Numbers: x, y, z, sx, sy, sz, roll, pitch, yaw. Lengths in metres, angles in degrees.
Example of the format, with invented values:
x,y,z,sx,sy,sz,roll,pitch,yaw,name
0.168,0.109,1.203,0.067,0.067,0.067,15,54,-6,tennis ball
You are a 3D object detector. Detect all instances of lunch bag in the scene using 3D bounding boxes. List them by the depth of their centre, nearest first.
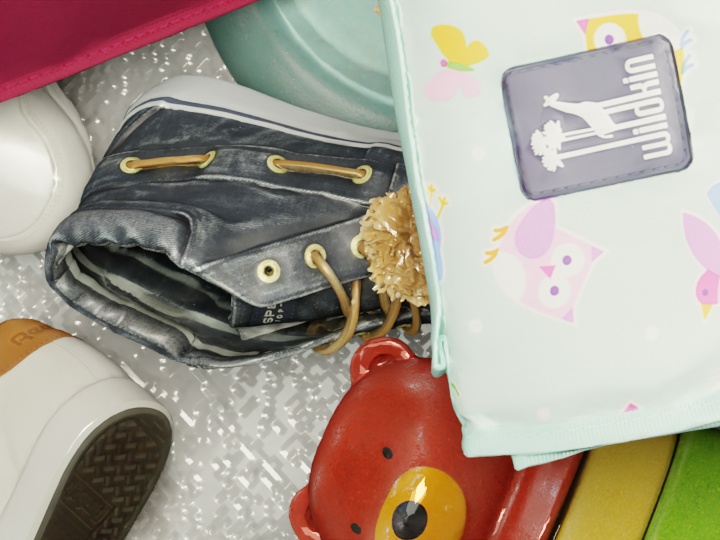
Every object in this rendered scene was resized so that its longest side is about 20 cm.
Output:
x,y,z,sx,sy,sz,roll,pitch,yaw,name
0.104,-0.045,0.715,0.199,0.122,0.171,-10,90,-16,lunch bag

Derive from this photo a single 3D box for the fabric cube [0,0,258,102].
x,y,z,sx,sy,sz,roll,pitch,yaw,name
-0.135,-0.179,0.800,0.195,0.200,0.200,-21,71,-10,fabric cube

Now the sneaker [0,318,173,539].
x,y,z,sx,sy,sz,roll,pitch,yaw,name
-0.141,0.108,0.936,0.085,0.073,0.200,39,103,34,sneaker

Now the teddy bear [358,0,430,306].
x,y,z,sx,sy,sz,roll,pitch,yaw,name
0.068,-0.074,0.808,0.144,0.067,0.201,-3,95,-7,teddy bear

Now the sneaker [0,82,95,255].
x,y,z,sx,sy,sz,roll,pitch,yaw,name
-0.184,-0.064,0.911,0.199,0.099,0.078,31,103,10,sneaker

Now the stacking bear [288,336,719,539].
x,y,z,sx,sy,sz,roll,pitch,yaw,name
0.077,0.092,0.843,0.199,0.114,0.122,25,109,2,stacking bear

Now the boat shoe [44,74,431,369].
x,y,z,sx,sy,sz,roll,pitch,yaw,name
0.000,0.000,0.871,0.199,0.091,0.071,12,132,16,boat shoe

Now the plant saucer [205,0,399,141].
x,y,z,sx,sy,sz,roll,pitch,yaw,name
0.032,-0.122,0.896,0.199,0.036,0.201,0,92,13,plant saucer
